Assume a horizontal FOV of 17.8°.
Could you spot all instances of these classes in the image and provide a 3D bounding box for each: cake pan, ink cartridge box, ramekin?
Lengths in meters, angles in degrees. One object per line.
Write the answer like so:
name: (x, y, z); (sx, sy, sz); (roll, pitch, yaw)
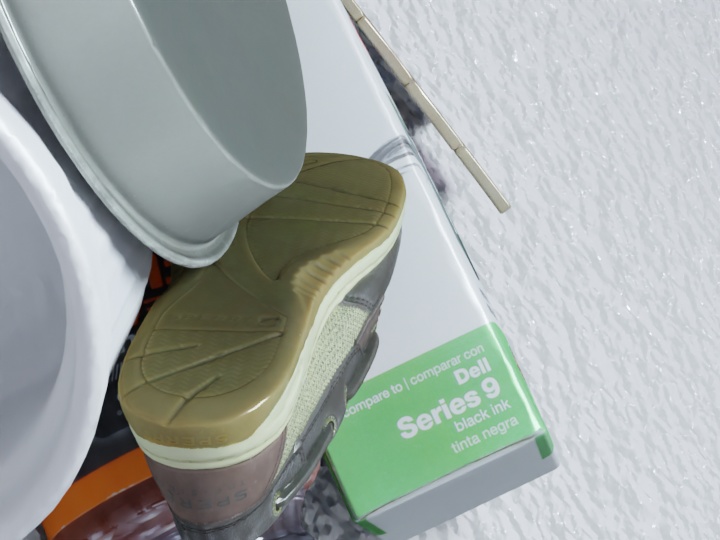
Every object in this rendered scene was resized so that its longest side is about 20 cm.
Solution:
cake pan: (-0.069, -0.101, 0.720); (0.200, 0.037, 0.201); (-20, 90, -75)
ink cartridge box: (0.000, 0.000, 0.924); (0.146, 0.084, 0.201); (54, 11, -78)
ramekin: (-0.160, -0.010, 0.714); (0.201, 0.200, 0.098); (47, 28, -11)

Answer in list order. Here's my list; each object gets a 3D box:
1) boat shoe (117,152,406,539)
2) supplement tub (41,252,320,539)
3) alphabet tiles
boat shoe: (-0.031, 0.023, 0.768); (0.201, 0.071, 0.066); (-64, 156, -60)
supplement tub: (-0.081, 0.039, 0.835); (0.107, 0.107, 0.201); (-11, 71, -51)
alphabet tiles: (0.009, -0.102, 1.038); (0.167, 0.008, 0.200); (52, 4, -6)
